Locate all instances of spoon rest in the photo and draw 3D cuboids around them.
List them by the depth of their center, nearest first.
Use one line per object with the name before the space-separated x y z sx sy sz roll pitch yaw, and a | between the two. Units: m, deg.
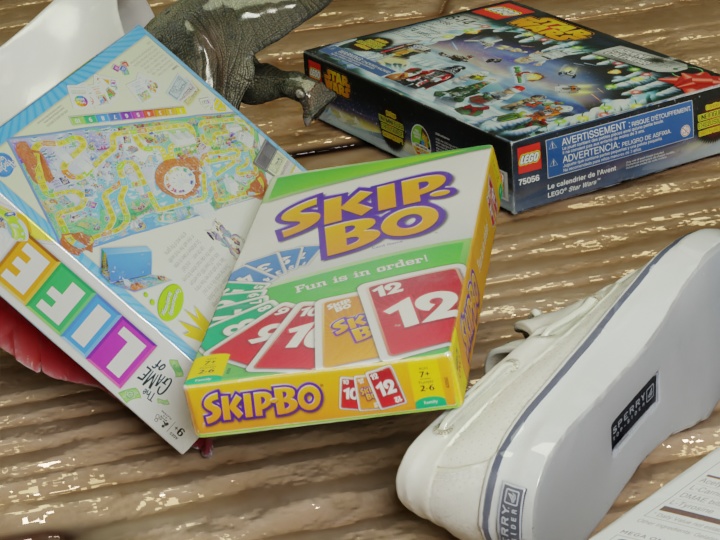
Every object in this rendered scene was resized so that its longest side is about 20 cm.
spoon rest | -0.159 -0.115 1.219 0.099 0.061 0.200 1 23 12

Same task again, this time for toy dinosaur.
toy dinosaur | -0.077 -0.075 1.020 0.102 0.200 0.077 38 44 2

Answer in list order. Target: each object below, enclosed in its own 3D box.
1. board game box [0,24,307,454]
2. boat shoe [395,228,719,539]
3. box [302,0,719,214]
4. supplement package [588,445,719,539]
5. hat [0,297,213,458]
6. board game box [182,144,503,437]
board game box | -0.082 -0.020 0.898 0.134 0.034 0.200 41 25 -2
boat shoe | 0.080 0.037 0.810 0.070 0.071 0.200 13 35 30
box | 0.078 -0.089 1.137 0.137 0.040 0.200 -16 25 -27
supplement package | 0.083 0.134 0.517 0.109 0.114 0.200 14 30 40
hat | -0.157 -0.040 0.877 0.176 0.200 0.166 -11 36 23
board game box | 0.000 0.000 0.841 0.095 0.030 0.200 -8 22 12
